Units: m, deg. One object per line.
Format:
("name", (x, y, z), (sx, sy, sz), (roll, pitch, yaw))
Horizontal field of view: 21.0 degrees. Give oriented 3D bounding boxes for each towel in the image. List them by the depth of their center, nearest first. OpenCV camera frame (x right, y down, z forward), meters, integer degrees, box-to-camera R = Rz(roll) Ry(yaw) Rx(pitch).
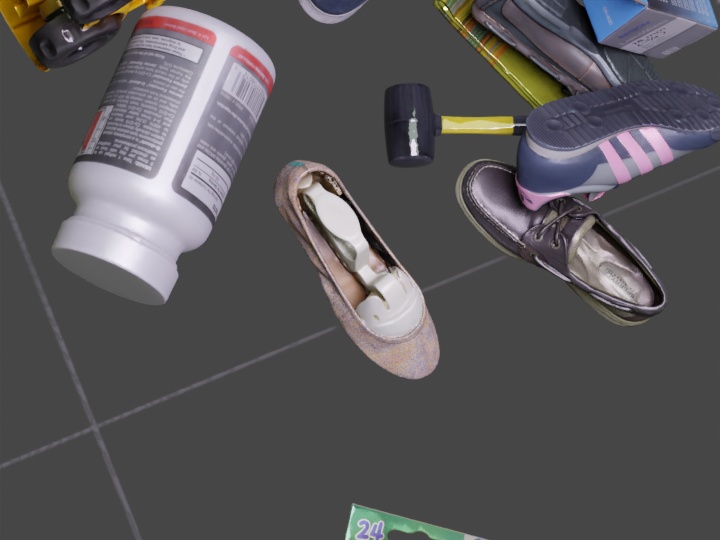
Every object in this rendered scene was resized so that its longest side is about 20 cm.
("towel", (0.156, -0.182, 1.623), (0.200, 0.018, 0.086), (45, 72, -6))

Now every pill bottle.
("pill bottle", (-0.150, -0.085, 1.459), (0.115, 0.116, 0.202), (26, 74, -12))

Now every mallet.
("mallet", (0.115, -0.107, 1.572), (0.198, 0.041, 0.067), (7, 79, -7))

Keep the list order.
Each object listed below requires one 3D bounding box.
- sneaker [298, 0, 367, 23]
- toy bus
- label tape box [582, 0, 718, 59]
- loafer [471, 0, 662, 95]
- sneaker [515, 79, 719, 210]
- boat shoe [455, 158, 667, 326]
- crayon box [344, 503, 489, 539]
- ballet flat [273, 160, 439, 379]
("sneaker", (0.038, -0.293, 1.538), (0.077, 0.146, 0.203), (37, 71, -7))
("toy bus", (-0.174, -0.256, 1.443), (0.191, 0.200, 0.137), (-25, 87, -27))
("label tape box", (0.204, -0.256, 1.558), (0.199, 0.063, 0.146), (1, 67, -59))
("loafer", (0.174, -0.178, 1.596), (0.200, 0.063, 0.072), (39, 40, -25))
("sneaker", (0.207, -0.099, 1.556), (0.198, 0.083, 0.070), (-9, 46, -25))
("boat shoe", (0.169, -0.029, 1.576), (0.199, 0.065, 0.074), (32, 75, -9))
("crayon box", (0.034, 0.290, 1.490), (0.124, 0.052, 0.202), (16, 76, -14))
("ballet flat", (0.000, 0.000, 1.518), (0.068, 0.067, 0.201), (-39, 94, -19))
